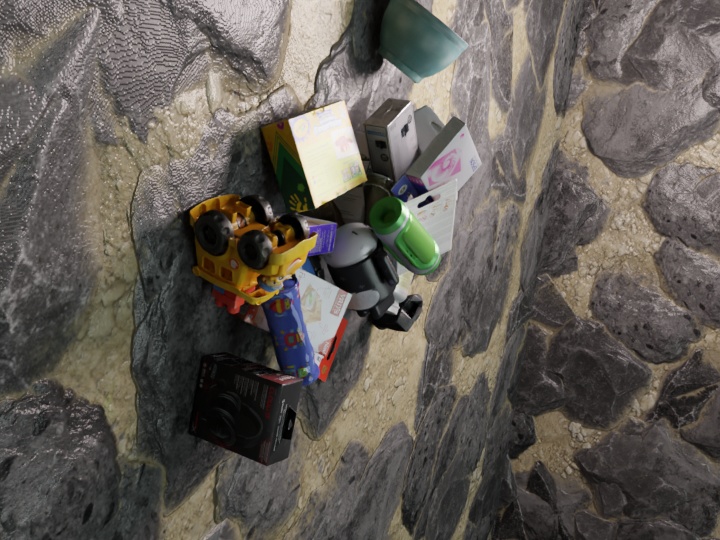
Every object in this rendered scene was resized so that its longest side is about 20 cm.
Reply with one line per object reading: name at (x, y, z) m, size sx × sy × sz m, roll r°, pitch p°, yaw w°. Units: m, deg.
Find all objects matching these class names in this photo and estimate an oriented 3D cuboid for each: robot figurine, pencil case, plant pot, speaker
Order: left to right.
pencil case at (-0.131, 0.110, 1.404) m, size 0.077 × 0.087 × 0.203 m, roll -16°, pitch 110°, yaw -12°
robot figurine at (0.002, -0.001, 1.584) m, size 0.125 × 0.148 × 0.202 m, roll -87°, pitch 156°, yaw -63°
speaker at (0.093, -0.066, 1.563) m, size 0.200 × 0.088 × 0.089 m, roll 45°, pitch 62°, yaw -50°
plant pot at (0.119, -0.500, 1.692) m, size 0.135 × 0.200 × 0.200 m, roll -52°, pitch 158°, yaw 14°

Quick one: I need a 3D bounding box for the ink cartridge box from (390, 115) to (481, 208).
ink cartridge box at (0.166, -0.201, 1.634) m, size 0.201 × 0.043 × 0.196 m, roll -51°, pitch 156°, yaw 0°

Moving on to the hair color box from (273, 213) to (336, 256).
hair color box at (-0.141, -0.066, 1.447) m, size 0.199 × 0.108 × 0.066 m, roll -16°, pitch 117°, yaw -61°

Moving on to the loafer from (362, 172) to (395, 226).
loafer at (0.045, -0.122, 1.637) m, size 0.070 × 0.074 × 0.201 m, roll -61°, pitch 151°, yaw -33°

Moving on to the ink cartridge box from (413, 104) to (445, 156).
ink cartridge box at (0.157, -0.254, 1.776) m, size 0.083 × 0.146 × 0.201 m, roll -27°, pitch 150°, yaw -11°

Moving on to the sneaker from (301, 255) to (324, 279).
sneaker at (-0.120, 0.054, 1.576) m, size 0.110 × 0.076 × 0.203 m, roll -15°, pitch 110°, yaw -46°

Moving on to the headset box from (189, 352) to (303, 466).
headset box at (-0.198, 0.248, 1.384) m, size 0.077 × 0.198 × 0.151 m, roll -1°, pitch 104°, yaw -62°

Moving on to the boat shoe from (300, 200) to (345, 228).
boat shoe at (-0.077, -0.115, 1.612) m, size 0.201 × 0.071 × 0.068 m, roll 61°, pitch 16°, yaw -45°

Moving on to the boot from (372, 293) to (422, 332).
boot at (0.102, 0.072, 1.927) m, size 0.200 × 0.065 × 0.167 m, roll 159°, pitch -49°, yaw -75°

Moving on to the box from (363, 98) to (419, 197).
box at (0.072, -0.249, 1.649) m, size 0.117 × 0.059 × 0.202 m, roll -51°, pitch 142°, yaw -38°

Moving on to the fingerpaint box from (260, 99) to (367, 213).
fingerpaint box at (-0.085, -0.220, 1.472) m, size 0.200 × 0.073 × 0.169 m, roll -37°, pitch 114°, yaw -53°

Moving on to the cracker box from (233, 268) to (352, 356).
cracker box at (-0.127, 0.066, 1.482) m, size 0.199 × 0.057 × 0.136 m, roll 27°, pitch 84°, yaw -33°

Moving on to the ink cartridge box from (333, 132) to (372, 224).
ink cartridge box at (0.019, -0.186, 1.734) m, size 0.145 × 0.083 × 0.203 m, roll 39°, pitch 68°, yaw -62°

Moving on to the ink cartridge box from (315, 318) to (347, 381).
ink cartridge box at (-0.077, 0.158, 1.753) m, size 0.200 × 0.047 × 0.162 m, roll 48°, pitch 60°, yaw -57°

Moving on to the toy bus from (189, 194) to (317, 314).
toy bus at (-0.186, -0.010, 1.296) m, size 0.135 × 0.198 × 0.195 m, roll -29°, pitch 136°, yaw -53°

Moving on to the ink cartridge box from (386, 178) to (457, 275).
ink cartridge box at (0.130, -0.099, 1.675) m, size 0.161 × 0.050 × 0.202 m, roll -26°, pitch 136°, yaw -25°

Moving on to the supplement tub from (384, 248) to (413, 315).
supplement tub at (0.058, -0.009, 1.831) m, size 0.145 × 0.143 × 0.203 m, roll 31°, pitch 75°, yaw -63°
